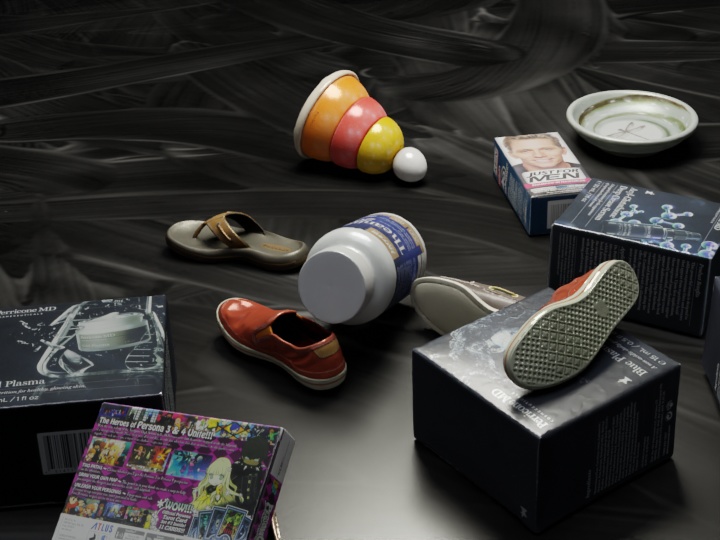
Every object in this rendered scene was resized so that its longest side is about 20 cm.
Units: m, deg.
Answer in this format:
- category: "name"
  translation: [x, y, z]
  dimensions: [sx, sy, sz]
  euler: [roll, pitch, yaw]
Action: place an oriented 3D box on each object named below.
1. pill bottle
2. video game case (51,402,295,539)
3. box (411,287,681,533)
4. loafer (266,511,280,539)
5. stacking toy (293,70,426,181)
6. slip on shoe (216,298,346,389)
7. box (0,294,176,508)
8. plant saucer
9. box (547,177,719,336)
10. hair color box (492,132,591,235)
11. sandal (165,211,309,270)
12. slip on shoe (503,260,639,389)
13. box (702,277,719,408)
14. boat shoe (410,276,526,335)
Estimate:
- category: "pill bottle"
  translation: [0.000, 0.000, 1.549]
  dimensions: [0.109, 0.113, 0.200]
  euler: [9, 13, 17]
- category: "video game case"
  translation: [-0.173, 0.216, 1.175]
  dimensions: [0.197, 0.036, 0.183]
  euler: [4, 63, 26]
- category: "box"
  translation: [0.186, 0.134, 1.352]
  dimensions: [0.198, 0.119, 0.196]
  euler: [-22, 35, -30]
- category: "loafer"
  translation: [-0.102, 0.221, 1.202]
  dimensions: [0.071, 0.063, 0.201]
  euler: [-2, 50, -26]
- category: "stacking toy"
  translation: [0.013, -0.187, 1.952]
  dimensions: [0.199, 0.147, 0.146]
  euler: [35, 42, 20]
- category: "slip on shoe"
  translation: [-0.092, 0.069, 1.520]
  dimensions: [0.074, 0.062, 0.199]
  euler: [-27, 37, -34]
- category: "box"
  translation: [-0.293, 0.132, 1.375]
  dimensions: [0.197, 0.125, 0.197]
  euler: [-5, 28, -5]
- category: "plant saucer"
  translation: [0.412, -0.216, 2.022]
  dimensions: [0.197, 0.051, 0.201]
  euler: [-2, 30, 1]
- category: "box"
  translation: [0.347, -0.021, 1.625]
  dimensions: [0.198, 0.108, 0.148]
  euler: [14, 32, 24]
- category: "hair color box"
  translation: [0.256, -0.125, 1.860]
  dimensions: [0.099, 0.061, 0.201]
  euler: [-6, 29, -8]
- category: "sandal"
  translation: [-0.161, -0.045, 1.744]
  dimensions: [0.198, 0.055, 0.082]
  euler: [12, 32, 21]
- category: "slip on shoe"
  translation: [0.203, 0.056, 1.315]
  dimensions: [0.200, 0.075, 0.061]
  euler: [-38, 12, -38]
- category: "box"
  translation: [0.476, 0.102, 1.380]
  dimensions: [0.194, 0.119, 0.201]
  euler: [0, 29, 1]
- category: "boat shoe"
  translation: [0.153, 0.051, 1.548]
  dimensions: [0.198, 0.073, 0.059]
  euler: [20, 30, 27]
